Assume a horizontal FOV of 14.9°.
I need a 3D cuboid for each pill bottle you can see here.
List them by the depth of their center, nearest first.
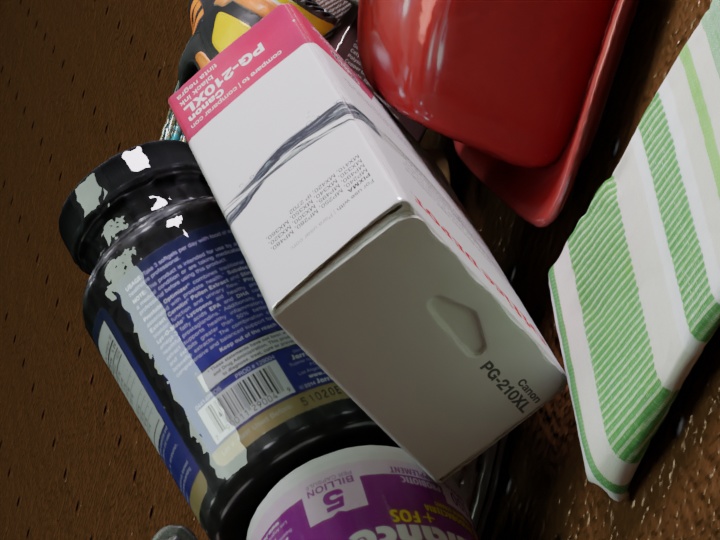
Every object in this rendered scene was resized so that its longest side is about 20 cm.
[{"bbox_3d":[0.019,0.184,1.259,0.200,0.112,0.112,-111,37,-47],"label":"pill bottle"},{"bbox_3d":[-0.072,0.035,1.389,0.200,0.112,0.112,57,140,26],"label":"pill bottle"}]

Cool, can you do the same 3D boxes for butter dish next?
[{"bbox_3d":[0.050,-0.146,1.385,0.200,0.147,0.200,-126,53,-70],"label":"butter dish"}]

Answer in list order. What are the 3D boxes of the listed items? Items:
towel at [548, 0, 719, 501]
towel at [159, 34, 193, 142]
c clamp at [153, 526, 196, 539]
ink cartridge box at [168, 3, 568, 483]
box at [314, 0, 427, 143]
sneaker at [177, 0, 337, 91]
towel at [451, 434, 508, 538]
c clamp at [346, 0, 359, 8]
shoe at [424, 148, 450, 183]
[{"bbox_3d":[0.139,-0.015,1.204,0.153,0.023,0.200,-96,26,-48],"label":"towel"},{"bbox_3d":[-0.081,-0.021,1.568,0.147,0.022,0.200,60,-147,-42],"label":"towel"},{"bbox_3d":[-0.095,0.190,1.613,0.200,0.027,0.171,8,-85,-74],"label":"c clamp"},{"bbox_3d":[0.001,-0.015,1.316,0.084,0.145,0.200,-39,36,7],"label":"ink cartridge box"},{"bbox_3d":[0.001,-0.109,1.538,0.100,0.075,0.200,-21,40,63],"label":"box"},{"bbox_3d":[-0.073,-0.110,1.467,0.090,0.070,0.200,-56,9,-6],"label":"sneaker"},{"bbox_3d":[0.027,0.116,1.454,0.191,0.032,0.201,-151,75,-72],"label":"towel"},{"bbox_3d":[0.006,-0.222,1.506,0.200,0.171,0.027,-50,-11,-20],"label":"c clamp"},{"bbox_3d":[0.000,0.000,1.581,0.200,0.053,0.070,120,146,-49],"label":"shoe"}]
